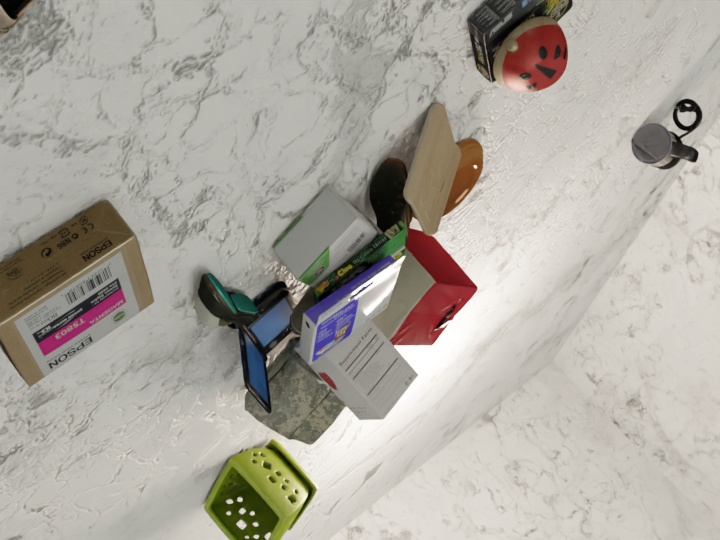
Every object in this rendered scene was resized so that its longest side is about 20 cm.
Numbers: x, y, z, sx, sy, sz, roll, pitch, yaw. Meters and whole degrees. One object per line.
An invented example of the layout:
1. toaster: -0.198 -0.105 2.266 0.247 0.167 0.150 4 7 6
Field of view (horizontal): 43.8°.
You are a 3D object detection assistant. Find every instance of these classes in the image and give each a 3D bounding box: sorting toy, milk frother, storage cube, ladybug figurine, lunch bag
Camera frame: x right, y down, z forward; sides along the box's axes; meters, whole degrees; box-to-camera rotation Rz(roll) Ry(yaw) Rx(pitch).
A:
1. sorting toy: 0.127 -0.180 1.622 0.200 0.036 0.189 44 62 -66
2. milk frother: 0.900 -0.406 2.617 0.187 0.177 0.205 -2 90 -61
3. storage cube: 0.096 0.032 1.813 0.172 0.201 0.178 -51 151 20
4. ladybug figurine: 0.294 -0.356 1.509 0.137 0.072 0.198 -53 157 25
5. lunch bag: -0.126 0.238 1.831 0.166 0.141 0.200 23 122 -35

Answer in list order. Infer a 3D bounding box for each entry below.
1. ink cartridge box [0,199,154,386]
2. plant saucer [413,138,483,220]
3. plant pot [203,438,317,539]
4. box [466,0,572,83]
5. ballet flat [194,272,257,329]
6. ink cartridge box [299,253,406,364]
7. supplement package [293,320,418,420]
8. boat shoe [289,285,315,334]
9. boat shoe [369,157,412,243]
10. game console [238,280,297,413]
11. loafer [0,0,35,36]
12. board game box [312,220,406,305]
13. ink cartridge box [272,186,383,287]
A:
1. ink cartridge box: -0.366 0.030 1.118 0.199 0.075 0.166 -37 156 -22
2. plant saucer: 0.181 -0.175 1.806 0.199 0.037 0.201 -39 157 -19
3. plant pot: -0.226 0.540 2.136 0.180 0.199 0.202 -24 151 -54
4. box: 0.270 -0.430 1.495 0.199 0.049 0.161 -43 157 -2
5. ballet flat: -0.226 0.062 1.448 0.068 0.069 0.200 -36 158 3
6. ink cartridge box: -0.017 0.057 1.555 0.197 0.044 0.201 -35 162 -24
7. supplement package: -0.009 0.175 1.724 0.120 0.201 0.121 -46 -169 -24
8. boat shoe: -0.066 0.041 1.691 0.201 0.072 0.063 -51 179 -21
9. boat shoe: 0.061 -0.131 1.634 0.202 0.074 0.075 89 22 -50
10. game console: -0.157 0.143 1.645 0.170 0.118 0.201 -41 159 -10
11. loafer: -0.303 -0.243 0.756 0.200 0.063 0.072 -46 159 2
12. board game box: 0.000 0.000 1.573 0.199 0.023 0.105 -38 157 -16
13. ink cartridge box: -0.045 -0.043 1.560 0.146 0.084 0.200 -46 160 5
